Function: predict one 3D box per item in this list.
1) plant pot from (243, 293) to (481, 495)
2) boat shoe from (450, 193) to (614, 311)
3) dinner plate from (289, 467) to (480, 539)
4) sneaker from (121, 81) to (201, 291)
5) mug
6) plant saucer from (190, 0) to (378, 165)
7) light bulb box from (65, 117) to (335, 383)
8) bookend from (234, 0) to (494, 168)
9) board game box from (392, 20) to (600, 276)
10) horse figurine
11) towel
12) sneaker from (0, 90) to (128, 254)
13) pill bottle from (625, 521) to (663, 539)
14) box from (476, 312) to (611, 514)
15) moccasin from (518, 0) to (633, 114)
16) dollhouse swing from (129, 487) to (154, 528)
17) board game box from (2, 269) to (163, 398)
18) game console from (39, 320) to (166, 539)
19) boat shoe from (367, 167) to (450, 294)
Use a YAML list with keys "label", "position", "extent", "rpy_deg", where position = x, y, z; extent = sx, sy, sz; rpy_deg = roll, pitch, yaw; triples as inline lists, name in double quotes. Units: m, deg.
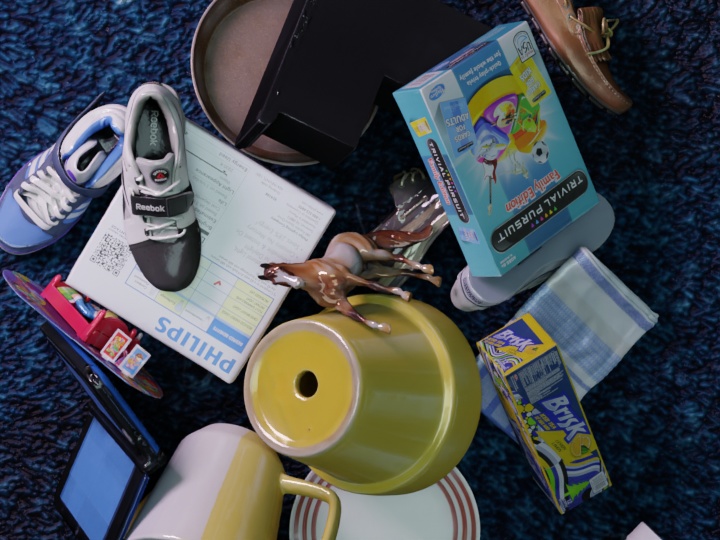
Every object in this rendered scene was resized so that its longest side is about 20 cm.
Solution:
- label: "plant pot"
  position: [-0.009, 0.117, 1.671]
  extent: [0.200, 0.189, 0.202]
  rpy_deg: [-4, 82, 28]
- label: "boat shoe"
  position: [0.170, -0.013, 1.766]
  extent: [0.202, 0.086, 0.075]
  rpy_deg: [-35, 89, -28]
- label: "dinner plate"
  position: [0.025, 0.271, 1.800]
  extent: [0.199, 0.024, 0.201]
  rpy_deg: [0, 94, -2]
- label: "sneaker"
  position: [-0.193, -0.077, 1.620]
  extent: [0.074, 0.089, 0.201]
  rpy_deg: [-8, 94, -2]
- label: "mug"
  position: [-0.126, 0.244, 1.698]
  extent: [0.186, 0.149, 0.154]
  rpy_deg: [25, 54, -9]
- label: "plant saucer"
  position: [-0.077, -0.200, 1.741]
  extent: [0.199, 0.034, 0.201]
  rpy_deg: [3, 79, -18]
- label: "light bulb box"
  position: [-0.158, -0.026, 1.727]
  extent: [0.198, 0.125, 0.200]
  rpy_deg: [32, 92, -3]
- label: "bookend"
  position: [0.010, -0.179, 1.694]
  extent: [0.199, 0.092, 0.199]
  rpy_deg: [24, 71, -13]
- label: "board game box"
  position: [0.135, -0.118, 1.671]
  extent: [0.151, 0.047, 0.201]
  rpy_deg: [-35, 110, -30]
- label: "horse figurine"
  position: [0.000, 0.000, 1.662]
  extent: [0.132, 0.200, 0.050]
  rpy_deg: [19, 119, 18]
- label: "towel"
  position: [0.201, 0.083, 1.759]
  extent: [0.200, 0.024, 0.147]
  rpy_deg: [-47, 127, 3]
- label: "sneaker"
  position: [-0.297, -0.091, 1.709]
  extent: [0.200, 0.146, 0.081]
  rpy_deg: [-40, 93, 1]
- label: "pill bottle"
  position: [0.252, 0.358, 1.767]
  extent: [0.113, 0.113, 0.200]
  rpy_deg: [42, 91, -3]
- label: "box"
  position: [0.185, 0.145, 1.728]
  extent: [0.064, 0.070, 0.200]
  rpy_deg: [-28, 124, -6]
- label: "moccasin"
  position: [0.221, -0.250, 1.756]
  extent: [0.078, 0.074, 0.202]
  rpy_deg: [-32, 84, 10]
- label: "dollhouse swing"
  position: [-0.192, 0.327, 1.733]
  extent: [0.176, 0.182, 0.200]
  rpy_deg: [-43, 93, 18]
- label: "board game box"
  position: [-0.263, 0.049, 1.712]
  extent: [0.200, 0.158, 0.039]
  rpy_deg: [40, 91, -3]
- label: "game console"
  position: [-0.278, 0.167, 1.686]
  extent: [0.118, 0.200, 0.171]
  rpy_deg: [-39, 116, -12]
- label: "boat shoe"
  position: [0.061, -0.069, 1.757]
  extent: [0.073, 0.074, 0.200]
  rpy_deg: [37, 90, -3]
